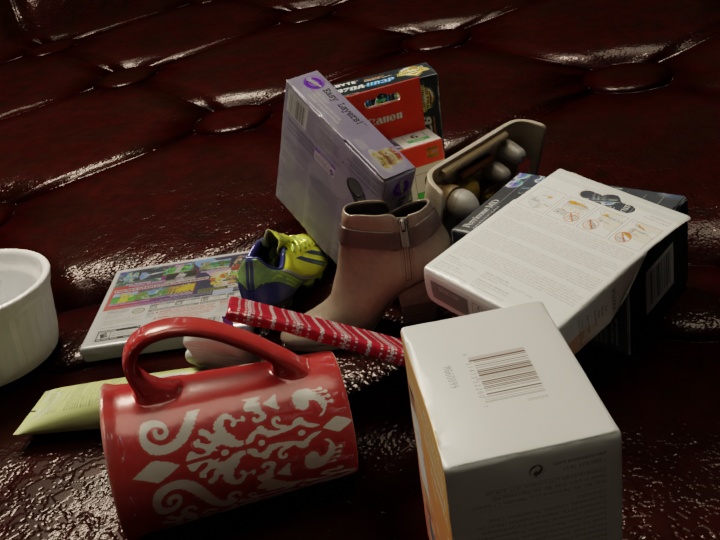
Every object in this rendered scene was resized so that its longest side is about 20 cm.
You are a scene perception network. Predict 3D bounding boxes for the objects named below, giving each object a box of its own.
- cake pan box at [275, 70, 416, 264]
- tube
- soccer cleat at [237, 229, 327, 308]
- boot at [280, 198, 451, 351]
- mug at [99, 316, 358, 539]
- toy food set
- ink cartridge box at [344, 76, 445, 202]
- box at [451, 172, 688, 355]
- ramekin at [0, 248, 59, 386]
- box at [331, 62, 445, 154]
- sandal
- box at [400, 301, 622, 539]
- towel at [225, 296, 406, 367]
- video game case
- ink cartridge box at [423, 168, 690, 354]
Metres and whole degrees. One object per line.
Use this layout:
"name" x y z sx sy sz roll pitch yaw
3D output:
"cake pan box" -0.027 -0.103 1.080 0.052 0.185 0.200 -24 55 -30
"tube" -0.246 0.133 0.944 0.198 0.052 0.058 -8 -16 11
"soccer cleat" -0.087 -0.016 1.100 0.064 0.084 0.200 -3 20 18
"boot" 0.000 0.000 0.988 0.198 0.147 0.070 -14 31 -4
"mug" -0.109 0.130 0.782 0.198 0.178 0.134 -11 55 -9
"toy food set" 0.141 -0.074 1.080 0.060 0.144 0.199 34 48 30
"ink cartridge box" 0.047 -0.120 1.130 0.108 0.201 0.050 -18 29 -13
"box" 0.221 -0.015 0.982 0.199 0.108 0.148 13 37 37
"ramekin" -0.445 0.060 1.070 0.199 0.098 0.201 -7 26 3
"box" 0.027 -0.146 1.184 0.158 0.201 0.046 -15 33 -9
"sandal" -0.126 0.070 0.904 0.082 0.050 0.203 16 -13 -5
"box" 0.100 0.150 0.631 0.105 0.201 0.153 -11 29 -3
"towel" -0.030 0.062 0.879 0.199 0.023 0.145 15 -1 -8
"video game case" -0.217 0.039 1.123 0.198 0.023 0.183 -9 29 6
"ink cartridge box" 0.183 -0.010 0.874 0.199 0.050 0.162 -33 40 -26
